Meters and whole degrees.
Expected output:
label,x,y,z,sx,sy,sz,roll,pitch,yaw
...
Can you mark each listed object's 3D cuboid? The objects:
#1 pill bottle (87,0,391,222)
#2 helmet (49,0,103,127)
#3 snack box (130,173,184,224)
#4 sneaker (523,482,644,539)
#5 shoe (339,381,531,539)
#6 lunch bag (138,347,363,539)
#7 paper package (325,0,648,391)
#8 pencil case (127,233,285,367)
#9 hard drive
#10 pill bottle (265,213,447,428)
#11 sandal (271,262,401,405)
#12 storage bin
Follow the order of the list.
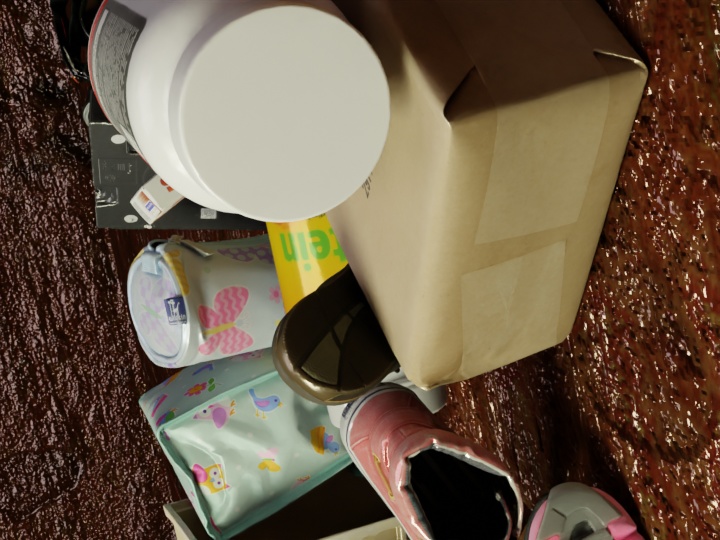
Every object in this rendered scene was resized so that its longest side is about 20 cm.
label,x,y,z,sx,sy,sz,roll,pitch,yaw
pill bottle,-0.064,-0.093,0.633,0.200,0.116,0.116,-139,38,-64
helmet,-0.130,-0.199,0.988,0.200,0.191,0.200,55,-159,-33
snack box,-0.068,-0.106,0.862,0.024,0.200,0.072,50,165,-6
sneaker,0.126,0.211,0.722,0.095,0.079,0.200,-145,43,-82
shoe,0.068,0.152,0.739,0.200,0.071,0.091,51,175,-23
lunch bag,-0.058,0.105,1.004,0.122,0.200,0.170,64,168,-10
paper package,0.044,-0.077,0.676,0.200,0.103,0.191,95,154,-50
pencil case,-0.070,0.010,0.939,0.083,0.200,0.091,-12,89,54
hard drive,-0.100,-0.081,0.970,0.140,0.200,0.038,103,165,-59
pill bottle,0.000,0.000,0.865,0.111,0.111,0.200,-162,59,-71
sandal,0.008,0.037,0.750,0.082,0.200,0.055,43,123,8
storage bin,-0.030,0.220,0.994,0.200,0.198,0.094,-172,70,-72
